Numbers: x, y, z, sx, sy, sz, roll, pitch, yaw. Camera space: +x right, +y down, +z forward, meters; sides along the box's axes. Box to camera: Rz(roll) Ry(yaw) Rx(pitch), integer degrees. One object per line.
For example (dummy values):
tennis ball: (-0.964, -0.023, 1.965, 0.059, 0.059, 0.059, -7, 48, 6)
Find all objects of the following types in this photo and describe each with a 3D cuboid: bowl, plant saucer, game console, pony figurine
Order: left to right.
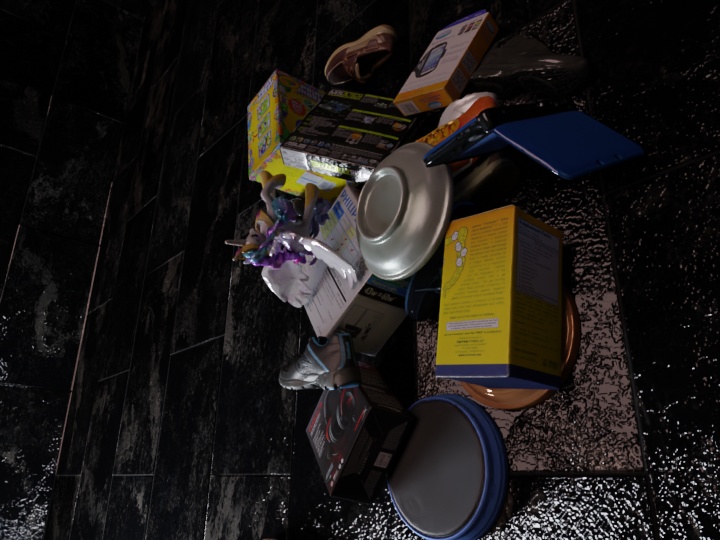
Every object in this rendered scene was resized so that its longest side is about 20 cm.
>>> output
pony figurine: (-0.107, -0.049, 0.884, 0.166, 0.193, 0.200, -30, 35, 38)
plant saucer: (0.043, -0.087, 0.786, 0.200, 0.050, 0.201, -23, 61, 50)
bowl: (0.111, 0.272, 0.783, 0.200, 0.039, 0.201, -24, 58, 44)
plant saucer: (0.196, 0.085, 0.759, 0.200, 0.032, 0.201, -22, 60, 44)
game console: (0.211, -0.141, 0.693, 0.171, 0.200, 0.119, -30, 82, 50)

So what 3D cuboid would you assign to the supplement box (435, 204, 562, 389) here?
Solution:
supplement box: (0.172, 0.039, 0.692, 0.109, 0.109, 0.200, -12, 66, 48)

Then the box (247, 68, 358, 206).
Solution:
box: (-0.112, -0.260, 1.136, 0.122, 0.200, 0.193, -36, 50, 41)

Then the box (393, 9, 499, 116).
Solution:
box: (0.148, -0.352, 0.946, 0.119, 0.041, 0.200, 5, 57, 52)

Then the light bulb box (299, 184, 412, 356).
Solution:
light bulb box: (0.000, 0.000, 0.959, 0.200, 0.125, 0.198, -53, 41, 22)

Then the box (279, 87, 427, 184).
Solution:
box: (-0.010, -0.240, 0.989, 0.200, 0.048, 0.193, 16, 52, 22)

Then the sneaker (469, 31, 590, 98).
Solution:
sneaker: (0.247, -0.307, 0.821, 0.200, 0.076, 0.091, 25, 89, 50)

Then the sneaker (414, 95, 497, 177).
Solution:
sneaker: (0.119, -0.175, 0.823, 0.200, 0.077, 0.073, -47, 34, 19)

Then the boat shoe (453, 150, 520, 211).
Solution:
boat shoe: (0.153, -0.110, 0.864, 0.201, 0.072, 0.066, -40, 39, 32)

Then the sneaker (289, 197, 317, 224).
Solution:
sneaker: (-0.096, -0.110, 1.138, 0.200, 0.104, 0.060, 9, 84, 53)

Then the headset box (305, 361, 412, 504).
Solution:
headset box: (-0.012, 0.239, 0.888, 0.149, 0.075, 0.200, -66, 22, 8)

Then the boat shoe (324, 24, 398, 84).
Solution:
boat shoe: (-0.003, -0.435, 1.184, 0.200, 0.072, 0.072, -15, 63, 41)

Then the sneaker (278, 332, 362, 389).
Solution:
sneaker: (-0.064, 0.144, 0.880, 0.200, 0.073, 0.082, -18, 74, 51)

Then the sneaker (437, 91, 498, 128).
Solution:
sneaker: (0.154, -0.192, 0.899, 0.200, 0.078, 0.100, -46, 53, 40)

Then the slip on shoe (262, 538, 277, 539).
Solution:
slip on shoe: (-0.134, 0.515, 0.972, 0.200, 0.061, 0.076, 0, 76, 51)

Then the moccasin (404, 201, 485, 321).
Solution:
moccasin: (0.127, -0.002, 0.828, 0.068, 0.080, 0.200, 38, 121, 30)
